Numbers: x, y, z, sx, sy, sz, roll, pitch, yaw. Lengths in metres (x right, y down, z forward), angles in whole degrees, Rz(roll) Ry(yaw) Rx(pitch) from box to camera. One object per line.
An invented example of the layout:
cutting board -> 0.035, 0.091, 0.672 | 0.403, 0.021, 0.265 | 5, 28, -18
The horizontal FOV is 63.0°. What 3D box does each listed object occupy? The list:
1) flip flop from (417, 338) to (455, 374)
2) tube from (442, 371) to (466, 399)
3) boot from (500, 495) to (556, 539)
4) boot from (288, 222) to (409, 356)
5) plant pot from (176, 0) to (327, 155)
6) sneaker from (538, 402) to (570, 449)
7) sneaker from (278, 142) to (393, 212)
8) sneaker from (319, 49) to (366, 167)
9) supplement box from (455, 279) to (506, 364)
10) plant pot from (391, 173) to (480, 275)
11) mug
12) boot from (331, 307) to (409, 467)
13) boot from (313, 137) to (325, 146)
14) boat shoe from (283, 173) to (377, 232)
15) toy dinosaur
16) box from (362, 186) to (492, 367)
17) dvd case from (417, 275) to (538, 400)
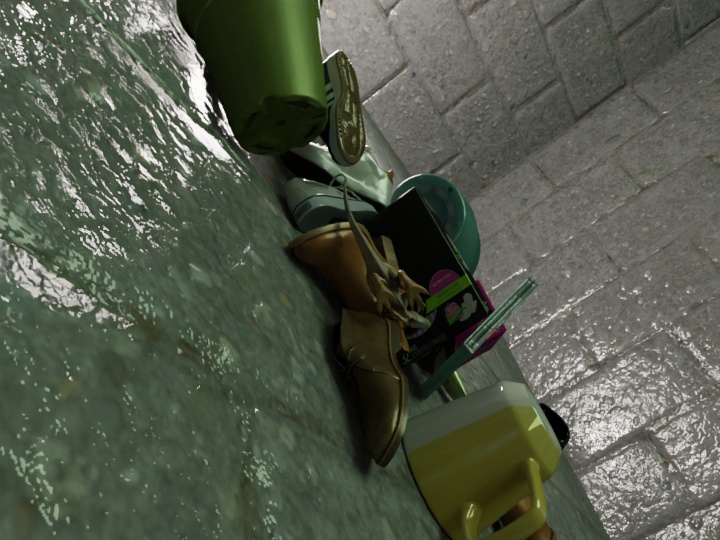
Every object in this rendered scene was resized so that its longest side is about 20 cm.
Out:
flip flop -> 0.091, 0.071, 0.970 | 0.204, 0.080, 0.058 | 59, -3, -1
tube -> 0.125, 0.133, 1.016 | 0.057, 0.051, 0.204 | -7, 67, -60
boot -> 0.205, 0.318, 0.844 | 0.156, 0.076, 0.200 | 50, 23, -2
boot -> -0.002, 0.031, 0.722 | 0.197, 0.072, 0.161 | 7, 68, -50
plant pot -> -0.117, -0.260, 0.740 | 0.199, 0.195, 0.196 | 27, 43, -66
sneaker -> 0.206, 0.221, 0.831 | 0.193, 0.101, 0.072 | 17, 36, -12
sneaker -> -0.034, -0.163, 0.898 | 0.196, 0.072, 0.088 | 25, 70, -26
sneaker -> -0.055, -0.207, 0.819 | 0.070, 0.106, 0.206 | 40, 37, -45
supplement box -> 0.189, 0.108, 1.083 | 0.106, 0.099, 0.201 | 61, -4, 18
plant pot -> 0.118, -0.070, 1.030 | 0.204, 0.196, 0.188 | 61, 0, 17
mug -> 0.154, 0.223, 0.676 | 0.149, 0.151, 0.190 | 43, 19, -49
boot -> 0.004, 0.111, 0.599 | 0.074, 0.075, 0.202 | 25, 25, -17
boot -> -0.093, -0.230, 0.991 | 0.147, 0.068, 0.205 | 56, 17, -48
boat shoe -> -0.045, -0.096, 0.838 | 0.200, 0.074, 0.088 | 2, 52, -59
toy dinosaur -> 0.022, 0.005, 0.676 | 0.204, 0.059, 0.106 | 61, -8, -23
box -> 0.081, 0.012, 0.865 | 0.204, 0.146, 0.124 | 61, 12, 11
dvd case -> 0.173, 0.098, 0.864 | 0.022, 0.147, 0.198 | 46, 50, 13
